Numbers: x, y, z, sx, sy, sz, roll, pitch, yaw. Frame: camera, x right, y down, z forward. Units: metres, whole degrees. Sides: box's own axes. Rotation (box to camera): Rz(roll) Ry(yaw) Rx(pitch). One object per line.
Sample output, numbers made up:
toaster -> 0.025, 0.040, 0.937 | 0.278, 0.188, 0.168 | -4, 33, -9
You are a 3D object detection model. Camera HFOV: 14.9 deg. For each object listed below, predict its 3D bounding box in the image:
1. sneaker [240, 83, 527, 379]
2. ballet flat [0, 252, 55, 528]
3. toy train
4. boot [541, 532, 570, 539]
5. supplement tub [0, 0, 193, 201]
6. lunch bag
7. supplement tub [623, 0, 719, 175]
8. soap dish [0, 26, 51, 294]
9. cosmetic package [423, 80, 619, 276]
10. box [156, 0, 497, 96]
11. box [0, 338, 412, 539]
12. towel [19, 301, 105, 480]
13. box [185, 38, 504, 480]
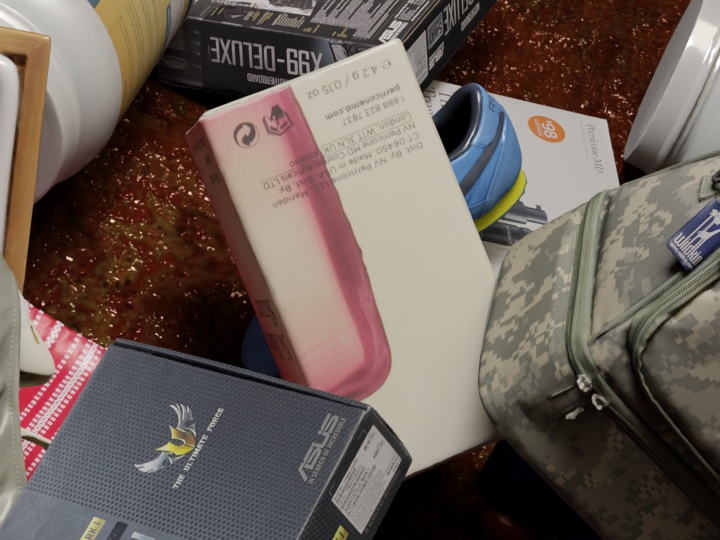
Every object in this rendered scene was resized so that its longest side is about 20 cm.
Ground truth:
sneaker -> 0.004, -0.023, 1.468 | 0.200, 0.079, 0.066 | -42, 46, -15
ballet flat -> -0.173, 0.065, 1.293 | 0.063, 0.067, 0.201 | 4, 80, -31
toy train -> 0.166, 0.128, 1.451 | 0.199, 0.085, 0.116 | 30, 27, 5
boot -> 0.145, 0.228, 1.344 | 0.131, 0.070, 0.201 | 10, 53, -23
supplement tub -> -0.180, -0.135, 1.482 | 0.144, 0.145, 0.200 | 25, 39, 0
lunch bag -> 0.173, 0.046, 1.283 | 0.200, 0.167, 0.140 | 47, 33, -23
supplement tub -> 0.275, -0.080, 1.673 | 0.199, 0.145, 0.145 | 25, 40, -1
soap dish -> -0.251, -0.061, 1.347 | 0.199, 0.158, 0.081 | 11, 21, 4
cosmetic package -> 0.078, -0.022, 1.583 | 0.150, 0.052, 0.201 | 13, 41, -17
box -> -0.011, -0.167, 1.647 | 0.157, 0.050, 0.200 | 10, 35, 21
box -> -0.090, 0.136, 1.199 | 0.157, 0.051, 0.201 | 13, 63, 39
towel -> -0.189, 0.059, 1.376 | 0.199, 0.023, 0.145 | 31, 41, 6
box -> 0.000, 0.000, 1.370 | 0.108, 0.128, 0.201 | -22, 91, -7
